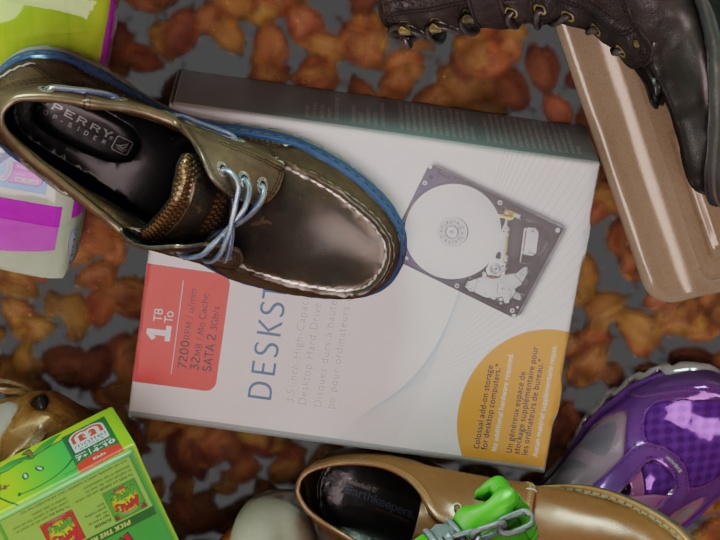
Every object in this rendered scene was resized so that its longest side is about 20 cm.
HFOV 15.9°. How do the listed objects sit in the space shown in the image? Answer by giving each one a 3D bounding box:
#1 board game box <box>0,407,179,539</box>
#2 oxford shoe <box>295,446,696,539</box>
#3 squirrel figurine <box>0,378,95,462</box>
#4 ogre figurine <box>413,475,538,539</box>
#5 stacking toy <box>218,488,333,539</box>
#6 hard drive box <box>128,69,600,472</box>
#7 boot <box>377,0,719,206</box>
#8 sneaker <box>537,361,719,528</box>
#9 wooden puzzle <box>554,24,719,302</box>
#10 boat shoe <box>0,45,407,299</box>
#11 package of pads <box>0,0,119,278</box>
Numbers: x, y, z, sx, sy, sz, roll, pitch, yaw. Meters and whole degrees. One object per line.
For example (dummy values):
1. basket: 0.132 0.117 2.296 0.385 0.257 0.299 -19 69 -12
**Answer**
1. board game box: -0.177 0.154 1.156 0.200 0.048 0.102 -27 116 -8
2. oxford shoe: 0.060 0.127 1.185 0.200 0.071 0.071 11 89 24
3. squirrel figurine: -0.194 0.142 1.244 0.187 0.142 0.200 -17 116 -6
4. ogre figurine: 0.031 0.196 1.143 0.120 0.098 0.200 -17 140 -14
5. stacking toy: -0.081 0.208 1.267 0.200 0.146 0.146 -28 106 24
6. hard drive box: 0.000 0.000 1.215 0.200 0.077 0.156 7 107 -2
7. boot: 0.090 -0.121 1.161 0.174 0.069 0.200 -5 99 30
8. sneaker: 0.112 0.126 1.249 0.200 0.088 0.081 -38 102 10
9. wooden puzzle: 0.203 -0.091 1.184 0.200 0.046 0.185 -14 105 25
10. boat shoe: -0.074 -0.032 1.127 0.200 0.072 0.072 21 105 -6
11. package of pads: -0.218 -0.093 1.189 0.200 0.068 0.155 11 107 -4
